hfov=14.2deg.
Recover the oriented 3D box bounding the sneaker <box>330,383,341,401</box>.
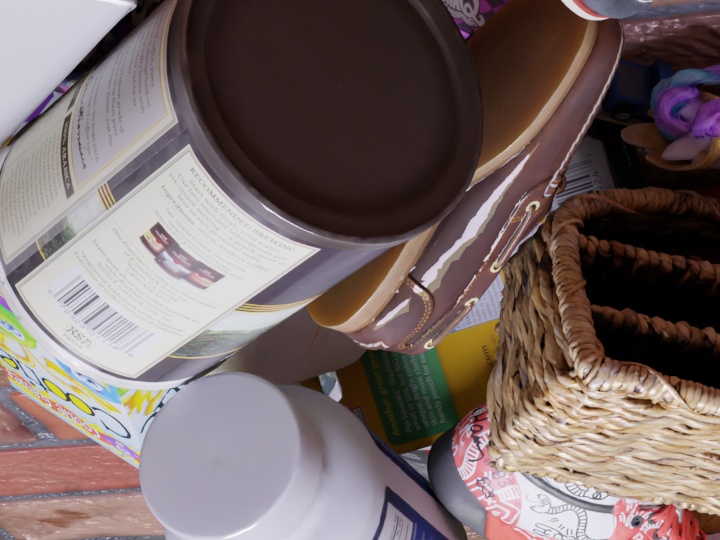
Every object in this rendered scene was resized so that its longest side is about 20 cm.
[{"bbox_3d":[-0.048,0.081,1.756,0.085,0.075,0.200,-11,144,42],"label":"sneaker"}]

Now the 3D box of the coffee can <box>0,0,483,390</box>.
[{"bbox_3d":[-0.060,-0.046,1.266,0.146,0.147,0.200,16,153,-27],"label":"coffee can"}]

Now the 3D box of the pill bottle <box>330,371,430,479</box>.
[{"bbox_3d":[0.054,0.061,1.626,0.114,0.114,0.200,-6,155,21],"label":"pill bottle"}]

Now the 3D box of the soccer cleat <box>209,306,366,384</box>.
[{"bbox_3d":[0.000,0.000,1.427,0.200,0.069,0.078,-32,134,30],"label":"soccer cleat"}]

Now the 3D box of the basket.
[{"bbox_3d":[0.174,0.027,1.324,0.200,0.143,0.149,13,157,-10],"label":"basket"}]

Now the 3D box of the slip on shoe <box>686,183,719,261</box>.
[{"bbox_3d":[0.202,-0.025,1.487,0.200,0.074,0.061,7,122,6],"label":"slip on shoe"}]

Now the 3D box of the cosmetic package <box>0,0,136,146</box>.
[{"bbox_3d":[-0.181,-0.122,1.272,0.107,0.085,0.200,14,153,-25],"label":"cosmetic package"}]

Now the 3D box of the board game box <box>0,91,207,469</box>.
[{"bbox_3d":[-0.133,0.010,1.501,0.105,0.103,0.200,31,163,17],"label":"board game box"}]

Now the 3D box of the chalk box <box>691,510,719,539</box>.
[{"bbox_3d":[0.173,0.080,1.545,0.200,0.125,0.124,-5,129,-17],"label":"chalk box"}]

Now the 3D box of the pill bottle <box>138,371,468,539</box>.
[{"bbox_3d":[-0.028,0.121,1.392,0.111,0.111,0.200,-6,155,21],"label":"pill bottle"}]

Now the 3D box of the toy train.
[{"bbox_3d":[0.195,-0.070,1.410,0.200,0.034,0.046,11,152,-18],"label":"toy train"}]

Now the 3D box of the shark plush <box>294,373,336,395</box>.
[{"bbox_3d":[-0.038,0.103,1.590,0.091,0.083,0.200,-12,-157,-8],"label":"shark plush"}]

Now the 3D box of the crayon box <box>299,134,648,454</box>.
[{"bbox_3d":[0.060,0.016,1.471,0.200,0.126,0.052,-18,-179,24],"label":"crayon box"}]

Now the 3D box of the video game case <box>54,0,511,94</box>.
[{"bbox_3d":[-0.019,-0.099,1.366,0.200,0.036,0.181,21,150,-35],"label":"video game case"}]

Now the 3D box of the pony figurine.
[{"bbox_3d":[0.236,-0.058,1.303,0.200,0.167,0.193,8,173,-13],"label":"pony figurine"}]

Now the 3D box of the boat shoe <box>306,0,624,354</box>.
[{"bbox_3d":[0.057,-0.044,1.315,0.070,0.070,0.200,22,118,-37],"label":"boat shoe"}]

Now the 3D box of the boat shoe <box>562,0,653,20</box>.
[{"bbox_3d":[0.097,-0.166,1.165,0.062,0.071,0.200,-8,150,18],"label":"boat shoe"}]

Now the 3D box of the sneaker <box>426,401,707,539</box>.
[{"bbox_3d":[0.141,0.121,1.432,0.201,0.067,0.108,34,133,-19],"label":"sneaker"}]
